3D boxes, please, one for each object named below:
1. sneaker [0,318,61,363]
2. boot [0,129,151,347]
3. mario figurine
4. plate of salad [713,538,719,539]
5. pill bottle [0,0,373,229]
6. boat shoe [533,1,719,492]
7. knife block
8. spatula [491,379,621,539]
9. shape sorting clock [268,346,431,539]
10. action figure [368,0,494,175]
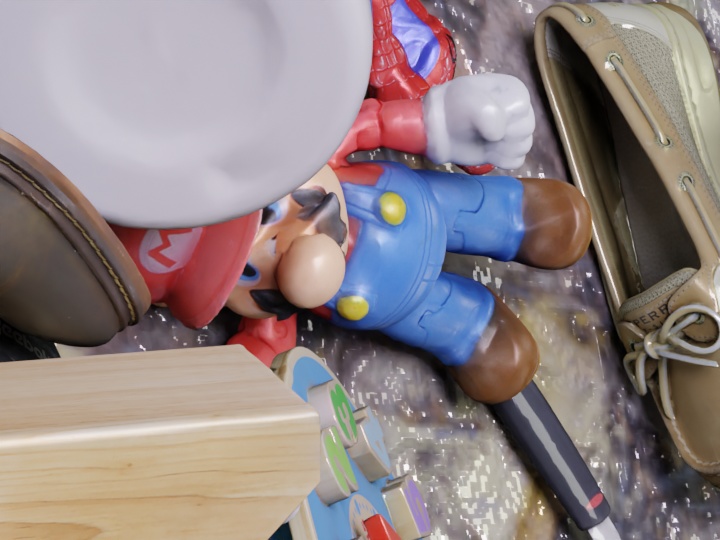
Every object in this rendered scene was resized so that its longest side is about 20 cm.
[{"bbox_3d":[-0.097,0.048,0.717,0.200,0.076,0.088,50,29,-30],"label":"sneaker"},{"bbox_3d":[-0.137,-0.006,0.609,0.200,0.075,0.097,40,71,-42],"label":"boot"},{"bbox_3d":[0.000,0.000,0.810,0.200,0.106,0.124,10,69,-45],"label":"mario figurine"},{"bbox_3d":[0.128,0.195,0.872,0.200,0.048,0.201,-8,101,-44],"label":"plate of salad"},{"bbox_3d":[-0.055,-0.109,0.745,0.114,0.114,0.200,44,21,-25],"label":"pill bottle"},{"bbox_3d":[0.115,-0.010,0.958,0.063,0.073,0.201,-1,74,-35],"label":"boat shoe"},{"bbox_3d":[-0.133,0.056,0.609,0.200,0.064,0.176,-47,117,-4],"label":"knife block"},{"bbox_3d":[0.092,0.107,0.921,0.056,0.021,0.200,-35,99,-42],"label":"spatula"},{"bbox_3d":[0.017,0.116,0.734,0.200,0.039,0.201,-21,90,-78],"label":"shape sorting clock"},{"bbox_3d":[-0.006,-0.118,0.883,0.200,0.052,0.065,58,10,-14],"label":"action figure"}]
